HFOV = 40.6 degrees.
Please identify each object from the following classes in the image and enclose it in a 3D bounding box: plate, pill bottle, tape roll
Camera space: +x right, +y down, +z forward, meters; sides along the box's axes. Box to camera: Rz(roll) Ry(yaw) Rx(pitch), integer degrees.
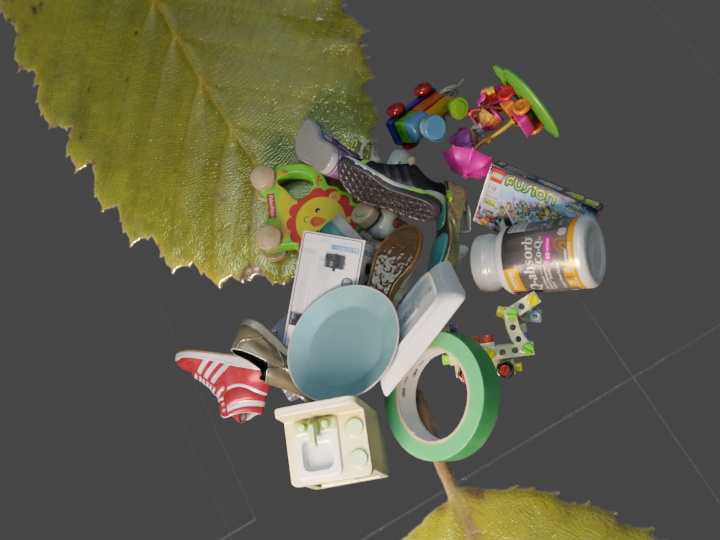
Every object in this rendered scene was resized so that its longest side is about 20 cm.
[{"bbox_3d":[0.083,0.080,1.543,0.032,0.200,0.201,36,102,-11],"label":"plate"},{"bbox_3d":[-0.024,0.117,1.528,0.198,0.026,0.202,-14,57,22],"label":"plate"},{"bbox_3d":[0.286,-0.021,1.574,0.198,0.116,0.118,-7,64,33],"label":"pill bottle"},{"bbox_3d":[0.125,0.197,1.530,0.199,0.048,0.203,-8,78,42],"label":"tape roll"}]

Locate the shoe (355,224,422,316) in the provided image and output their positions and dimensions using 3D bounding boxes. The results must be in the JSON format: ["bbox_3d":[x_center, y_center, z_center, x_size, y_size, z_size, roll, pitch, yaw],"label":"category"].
[{"bbox_3d":[0.046,0.016,1.609,0.069,0.053,0.201,22,73,17],"label":"shoe"}]

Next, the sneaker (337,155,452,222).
[{"bbox_3d":[0.057,-0.147,1.641,0.198,0.072,0.083,26,51,4],"label":"sneaker"}]

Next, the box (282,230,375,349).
[{"bbox_3d":[-0.052,0.043,1.615,0.115,0.060,0.202,11,89,17],"label":"box"}]

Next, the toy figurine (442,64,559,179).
[{"bbox_3d":[0.221,-0.249,1.715,0.184,0.150,0.200,-39,42,6],"label":"toy figurine"}]

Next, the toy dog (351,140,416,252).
[{"bbox_3d":[0.061,-0.130,1.705,0.096,0.131,0.202,-2,75,37],"label":"toy dog"}]

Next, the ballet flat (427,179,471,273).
[{"bbox_3d":[0.158,-0.059,1.678,0.070,0.071,0.202,1,70,15],"label":"ballet flat"}]

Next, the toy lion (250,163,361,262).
[{"bbox_3d":[-0.095,-0.104,1.763,0.190,0.069,0.202,-10,65,2],"label":"toy lion"}]

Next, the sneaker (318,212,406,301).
[{"bbox_3d":[0.000,0.000,1.676,0.080,0.071,0.200,-41,80,4],"label":"sneaker"}]

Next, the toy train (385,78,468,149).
[{"bbox_3d":[0.151,-0.295,1.737,0.200,0.085,0.115,-39,28,-22],"label":"toy train"}]

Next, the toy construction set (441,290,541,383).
[{"bbox_3d":[0.200,0.110,1.576,0.198,0.092,0.133,-8,90,19],"label":"toy construction set"}]

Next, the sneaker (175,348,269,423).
[{"bbox_3d":[-0.241,0.197,1.664,0.198,0.071,0.114,3,81,30],"label":"sneaker"}]

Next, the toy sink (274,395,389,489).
[{"bbox_3d":[-0.041,0.273,1.505,0.129,0.200,0.113,-12,71,8],"label":"toy sink"}]

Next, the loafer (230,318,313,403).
[{"bbox_3d":[-0.132,0.166,1.583,0.200,0.075,0.070,40,59,2],"label":"loafer"}]

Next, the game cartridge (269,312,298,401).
[{"bbox_3d":[-0.073,0.115,1.675,0.199,0.041,0.134,-35,67,-2],"label":"game cartridge"}]

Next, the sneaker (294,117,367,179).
[{"bbox_3d":[-0.048,-0.210,1.793,0.073,0.113,0.201,-60,33,19],"label":"sneaker"}]

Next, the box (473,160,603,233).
[{"bbox_3d":[0.296,-0.097,1.636,0.199,0.035,0.111,26,117,23],"label":"box"}]
